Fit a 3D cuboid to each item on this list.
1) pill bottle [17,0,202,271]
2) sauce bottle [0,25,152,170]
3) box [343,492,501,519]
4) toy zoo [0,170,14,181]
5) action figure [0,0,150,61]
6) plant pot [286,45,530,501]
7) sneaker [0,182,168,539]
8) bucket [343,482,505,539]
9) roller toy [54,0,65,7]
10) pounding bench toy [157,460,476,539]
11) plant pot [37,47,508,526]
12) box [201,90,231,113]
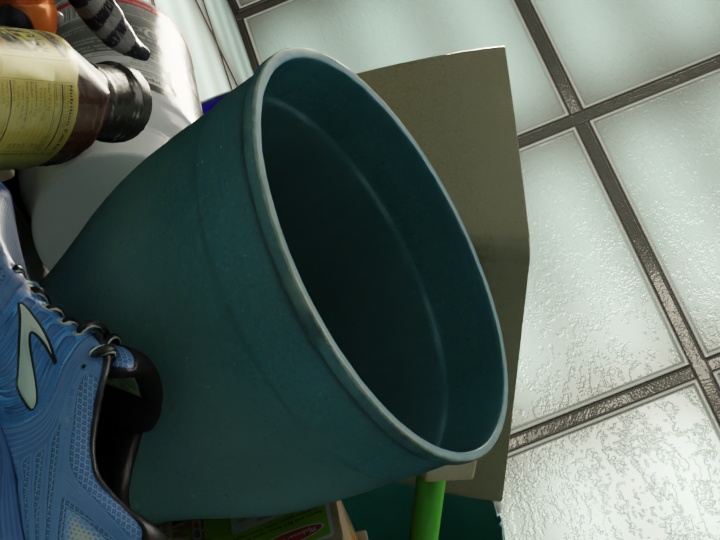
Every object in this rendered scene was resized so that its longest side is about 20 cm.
[{"bbox_3d":[-0.148,-0.077,0.888,0.201,0.113,0.115,-108,176,-54],"label":"pill bottle"},{"bbox_3d":[-0.157,-0.077,0.667,0.067,0.065,0.200,69,18,1],"label":"sauce bottle"},{"bbox_3d":[-0.010,0.145,1.077,0.095,0.198,0.103,-108,178,-59],"label":"box"},{"bbox_3d":[-0.228,-0.150,0.816,0.201,0.020,0.132,-108,177,-53],"label":"toy zoo"},{"bbox_3d":[-0.181,-0.188,0.771,0.195,0.103,0.201,81,-4,-46],"label":"action figure"},{"bbox_3d":[0.000,0.000,0.892,0.201,0.175,0.202,-89,180,-49],"label":"plant pot"},{"bbox_3d":[-0.126,0.045,0.605,0.079,0.088,0.202,65,3,-66],"label":"sneaker"},{"bbox_3d":[0.012,0.232,0.954,0.208,0.205,0.136,-108,180,-57],"label":"bucket"},{"bbox_3d":[-0.205,-0.267,0.944,0.183,0.139,0.200,59,-6,22],"label":"roller toy"},{"bbox_3d":[-0.013,0.169,0.779,0.125,0.198,0.157,-108,175,-61],"label":"pounding bench toy"},{"bbox_3d":[-0.061,0.028,0.701,0.200,0.187,0.201,44,31,-36],"label":"plant pot"},{"bbox_3d":[-0.120,-0.074,1.496,0.184,0.104,0.202,-90,159,-83],"label":"box"}]
